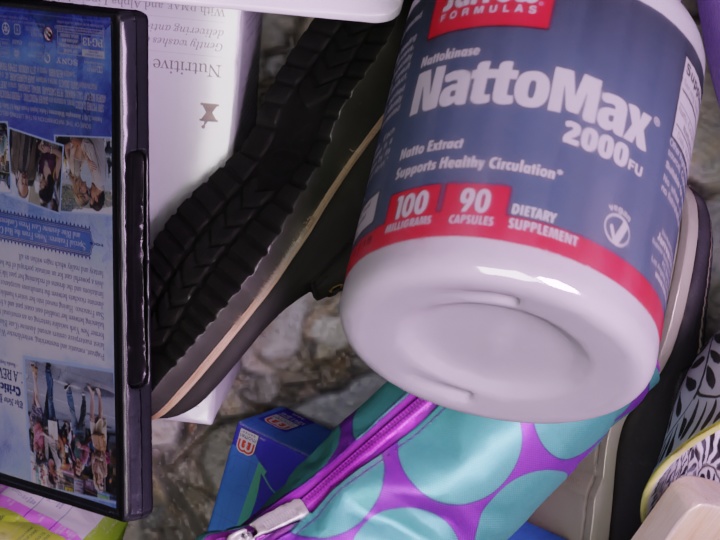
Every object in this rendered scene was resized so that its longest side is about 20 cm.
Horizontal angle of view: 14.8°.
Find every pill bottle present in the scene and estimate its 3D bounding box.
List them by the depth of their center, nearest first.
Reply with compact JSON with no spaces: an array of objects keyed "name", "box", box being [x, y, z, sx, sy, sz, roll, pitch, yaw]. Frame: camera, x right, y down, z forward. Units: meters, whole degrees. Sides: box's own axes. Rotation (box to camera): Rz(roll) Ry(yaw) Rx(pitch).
[{"name":"pill bottle","box":[0.068,-0.055,1.057,0.119,0.120,0.201,10,62,5]}]

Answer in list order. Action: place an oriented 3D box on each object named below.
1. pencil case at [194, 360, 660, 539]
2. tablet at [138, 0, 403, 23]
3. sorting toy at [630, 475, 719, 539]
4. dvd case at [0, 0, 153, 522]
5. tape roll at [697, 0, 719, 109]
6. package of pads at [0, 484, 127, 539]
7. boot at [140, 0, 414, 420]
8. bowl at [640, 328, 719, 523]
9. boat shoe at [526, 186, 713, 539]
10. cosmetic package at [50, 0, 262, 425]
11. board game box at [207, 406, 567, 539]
[{"name":"pencil case","box":[0.025,0.080,1.128,0.200,0.085,0.092,-44,136,-6]},{"name":"tablet","box":[-0.075,-0.144,1.133,0.199,0.130,0.014,5,125,6]},{"name":"sorting toy","box":[0.170,0.201,1.158,0.198,0.070,0.200,17,119,-28]},{"name":"dvd case","box":[-0.133,-0.009,1.117,0.142,0.018,0.201,11,104,45]},{"name":"tape roll","box":[0.192,-0.084,1.035,0.065,0.200,0.201,-15,103,-11]},{"name":"package of pads","box":[-0.167,0.173,1.186,0.068,0.200,0.155,21,106,7]},{"name":"boot","box":[0.000,0.000,1.143,0.138,0.077,0.200,38,88,-36]},{"name":"bowl","box":[0.210,0.051,1.146,0.200,0.095,0.201,-2,149,-1]},{"name":"boat shoe","box":[0.119,0.056,1.205,0.063,0.073,0.201,5,103,-39]},{"name":"cosmetic package","box":[-0.103,-0.043,1.185,0.112,0.081,0.201,4,104,4]},{"name":"board game box","box":[-0.009,0.182,1.224,0.152,0.045,0.201,23,107,24]}]
